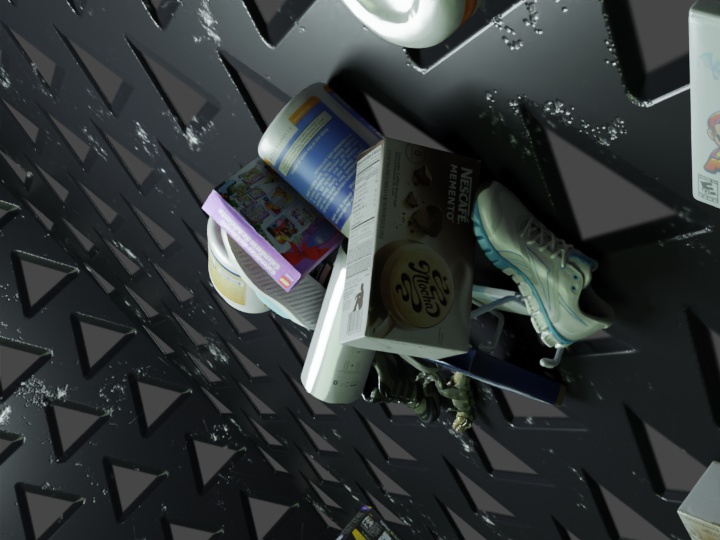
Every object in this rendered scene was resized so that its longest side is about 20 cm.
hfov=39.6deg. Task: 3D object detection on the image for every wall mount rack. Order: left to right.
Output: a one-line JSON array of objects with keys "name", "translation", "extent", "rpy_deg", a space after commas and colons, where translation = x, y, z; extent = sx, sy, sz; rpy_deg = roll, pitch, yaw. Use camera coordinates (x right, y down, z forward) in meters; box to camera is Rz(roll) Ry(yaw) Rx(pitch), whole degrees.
[{"name": "wall mount rack", "translation": [0.135, 0.052, 1.137], "extent": [0.173, 0.075, 0.200], "rpy_deg": [26, 171, -32]}]

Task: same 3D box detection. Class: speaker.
[{"name": "speaker", "translation": [-0.009, 0.058, 1.183], "extent": [0.081, 0.081, 0.201], "rpy_deg": [34, 124, 26]}]

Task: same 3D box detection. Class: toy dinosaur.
[{"name": "toy dinosaur", "translation": [0.131, 0.170, 1.467], "extent": [0.088, 0.048, 0.200], "rpy_deg": [21, 151, 18]}]

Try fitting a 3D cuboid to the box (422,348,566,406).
[{"name": "box", "translation": [0.146, 0.119, 1.238], "extent": [0.199, 0.033, 0.121], "rpy_deg": [22, 175, -35]}]

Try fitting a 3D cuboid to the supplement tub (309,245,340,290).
[{"name": "supplement tub", "translation": [0.000, 0.000, 1.282], "extent": [0.200, 0.123, 0.123], "rpy_deg": [38, 158, 18]}]

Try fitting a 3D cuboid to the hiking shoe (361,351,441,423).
[{"name": "hiking shoe", "translation": [0.046, 0.179, 1.561], "extent": [0.200, 0.101, 0.076], "rpy_deg": [53, 158, -21]}]

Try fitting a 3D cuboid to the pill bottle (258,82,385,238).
[{"name": "pill bottle", "translation": [-0.008, -0.105, 1.114], "extent": [0.200, 0.112, 0.112], "rpy_deg": [43, 159, 5]}]

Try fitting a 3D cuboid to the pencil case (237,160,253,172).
[{"name": "pencil case", "translation": [-0.119, -0.096, 1.302], "extent": [0.086, 0.083, 0.200], "rpy_deg": [39, 179, -3]}]

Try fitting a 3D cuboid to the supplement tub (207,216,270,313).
[{"name": "supplement tub", "translation": [-0.155, -0.026, 1.491], "extent": [0.144, 0.144, 0.200], "rpy_deg": [41, 159, 9]}]

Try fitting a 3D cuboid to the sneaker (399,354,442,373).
[{"name": "sneaker", "translation": [0.044, 0.073, 1.409], "extent": [0.199, 0.076, 0.114], "rpy_deg": [42, 161, 16]}]

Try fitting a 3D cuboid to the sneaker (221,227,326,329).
[{"name": "sneaker", "translation": [-0.117, 0.001, 1.213], "extent": [0.082, 0.074, 0.200], "rpy_deg": [12, 146, 46]}]

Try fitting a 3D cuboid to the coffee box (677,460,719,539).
[{"name": "coffee box", "translation": [0.447, 0.316, 1.100], "extent": [0.114, 0.080, 0.201], "rpy_deg": [14, 143, 54]}]

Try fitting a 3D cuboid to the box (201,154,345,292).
[{"name": "box", "translation": [-0.072, -0.080, 1.165], "extent": [0.137, 0.200, 0.039], "rpy_deg": [44, 134, 2]}]

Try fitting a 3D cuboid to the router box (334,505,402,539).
[{"name": "router box", "translation": [0.032, 0.721, 2.523], "extent": [0.200, 0.157, 0.052], "rpy_deg": [49, 159, -10]}]

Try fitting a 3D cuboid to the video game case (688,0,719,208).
[{"name": "video game case", "translation": [0.316, -0.084, 0.675], "extent": [0.199, 0.024, 0.183], "rpy_deg": [29, 154, 37]}]

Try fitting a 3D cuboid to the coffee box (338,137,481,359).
[{"name": "coffee box", "translation": [0.050, -0.020, 1.009], "extent": [0.112, 0.202, 0.080], "rpy_deg": [11, 167, -20]}]

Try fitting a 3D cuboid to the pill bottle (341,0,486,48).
[{"name": "pill bottle", "translation": [0.072, -0.234, 0.599], "extent": [0.109, 0.200, 0.110], "rpy_deg": [37, 158, 18]}]

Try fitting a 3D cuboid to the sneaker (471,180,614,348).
[{"name": "sneaker", "translation": [0.189, -0.014, 1.003], "extent": [0.086, 0.075, 0.200], "rpy_deg": [-19, 115, 46]}]
